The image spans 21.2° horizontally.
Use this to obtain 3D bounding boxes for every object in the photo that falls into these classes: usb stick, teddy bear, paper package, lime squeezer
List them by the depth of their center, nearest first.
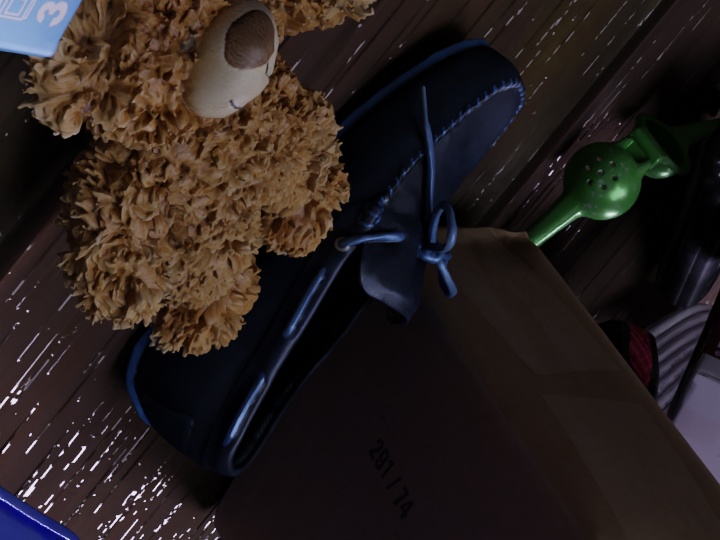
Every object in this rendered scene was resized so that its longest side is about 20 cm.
[{"bbox_3d":[-0.046,-0.043,0.629,0.145,0.067,0.200,-33,149,-29],"label":"teddy bear"},{"bbox_3d":[0.045,0.114,0.818,0.103,0.200,0.191,5,127,-38],"label":"paper package"},{"bbox_3d":[0.129,-0.042,0.925,0.200,0.038,0.071,-32,150,-29],"label":"lime squeezer"},{"bbox_3d":[0.181,-0.030,0.981,0.056,0.033,0.200,-58,169,-14],"label":"usb stick"}]

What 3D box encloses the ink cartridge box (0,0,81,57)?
[{"bbox_3d":[-0.125,-0.119,0.408,0.200,0.068,0.115,2,126,-57],"label":"ink cartridge box"}]

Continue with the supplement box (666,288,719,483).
[{"bbox_3d":[0.210,0.004,0.934,0.200,0.061,0.109,-61,171,-29],"label":"supplement box"}]

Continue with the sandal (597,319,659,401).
[{"bbox_3d":[0.125,0.061,0.885,0.045,0.200,0.075,-23,126,-8],"label":"sandal"}]

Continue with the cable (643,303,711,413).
[{"bbox_3d":[0.155,0.105,1.110,0.200,0.069,0.200,-45,160,-1],"label":"cable"}]

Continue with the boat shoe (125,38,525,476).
[{"bbox_3d":[0.000,0.000,0.756,0.200,0.069,0.084,-48,154,2],"label":"boat shoe"}]

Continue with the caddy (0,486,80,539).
[{"bbox_3d":[-0.167,0.127,0.649,0.141,0.105,0.200,-25,154,5],"label":"caddy"}]
